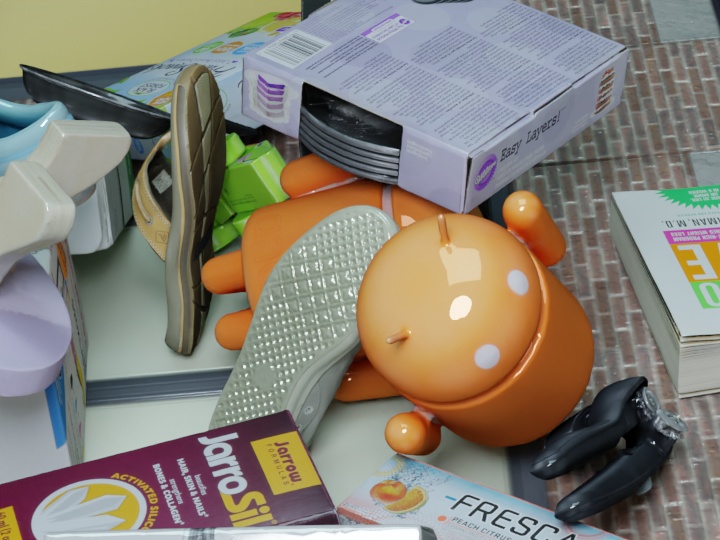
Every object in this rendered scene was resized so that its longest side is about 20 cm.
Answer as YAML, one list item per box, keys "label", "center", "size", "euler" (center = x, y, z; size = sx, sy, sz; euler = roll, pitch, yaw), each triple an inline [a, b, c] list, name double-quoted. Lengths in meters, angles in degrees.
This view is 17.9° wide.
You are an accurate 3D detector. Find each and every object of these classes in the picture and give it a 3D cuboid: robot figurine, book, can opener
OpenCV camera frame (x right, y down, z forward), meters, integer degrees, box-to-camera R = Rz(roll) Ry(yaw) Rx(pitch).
- label: "robot figurine"
  center: [0.068, 0.038, 1.355]
  size: [0.144, 0.200, 0.117]
  euler: [-28, 62, 12]
- label: "robot figurine"
  center: [0.001, 0.002, 1.496]
  size: [0.199, 0.117, 0.144]
  euler: [-15, 49, 14]
- label: "book"
  center: [0.256, 0.005, 1.547]
  size: [0.133, 0.048, 0.200]
  euler: [-6, 31, -6]
- label: "can opener"
  center: [0.144, 0.112, 1.342]
  size: [0.079, 0.063, 0.200]
  euler: [-41, -4, 18]

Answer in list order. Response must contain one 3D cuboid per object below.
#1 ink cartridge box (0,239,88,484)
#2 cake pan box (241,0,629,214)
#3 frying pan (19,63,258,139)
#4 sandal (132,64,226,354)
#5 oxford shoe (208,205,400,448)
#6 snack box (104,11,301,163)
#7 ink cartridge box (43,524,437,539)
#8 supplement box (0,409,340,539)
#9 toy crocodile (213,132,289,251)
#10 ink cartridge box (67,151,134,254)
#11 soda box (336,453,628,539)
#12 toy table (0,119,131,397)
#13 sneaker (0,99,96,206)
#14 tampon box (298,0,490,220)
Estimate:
- label: "ink cartridge box"
  center: [-0.255, 0.057, 1.457]
  size: [0.144, 0.148, 0.200]
  euler: [-7, 34, -1]
- label: "cake pan box"
  center: [0.048, -0.124, 1.489]
  size: [0.184, 0.052, 0.200]
  euler: [23, 39, 28]
- label: "frying pan"
  center: [-0.164, -0.112, 1.587]
  size: [0.115, 0.031, 0.190]
  euler: [22, 5, 25]
- label: "sandal"
  center: [-0.127, -0.039, 1.532]
  size: [0.054, 0.201, 0.080]
  euler: [9, 23, 10]
- label: "oxford shoe"
  center: [-0.030, 0.043, 1.419]
  size: [0.075, 0.200, 0.058]
  euler: [41, 25, 29]
- label: "snack box"
  center: [-0.103, -0.147, 1.793]
  size: [0.200, 0.053, 0.142]
  euler: [-29, 19, -29]
- label: "ink cartridge box"
  center: [-0.061, 0.207, 1.188]
  size: [0.199, 0.146, 0.084]
  euler: [-2, -9, 7]
- label: "supplement box"
  center: [-0.117, 0.166, 1.324]
  size: [0.199, 0.086, 0.110]
  euler: [-14, 34, -12]
- label: "toy crocodile"
  center: [-0.091, -0.061, 1.627]
  size: [0.062, 0.068, 0.200]
  euler: [-40, 9, -23]
- label: "ink cartridge box"
  center: [-0.243, -0.060, 1.629]
  size: [0.146, 0.085, 0.200]
  euler: [-7, 8, -1]
- label: "soda box"
  center: [0.084, 0.174, 1.292]
  size: [0.200, 0.069, 0.064]
  euler: [19, 38, 33]
- label: "toy table"
  center: [-0.225, -0.033, 1.317]
  size: [0.200, 0.117, 0.184]
  euler: [38, 30, 30]
- label: "sneaker"
  center: [-0.269, -0.086, 1.467]
  size: [0.199, 0.082, 0.074]
  euler: [0, 33, 12]
- label: "tampon box"
  center: [0.025, -0.094, 1.633]
  size: [0.126, 0.150, 0.200]
  euler: [-4, 35, 3]
